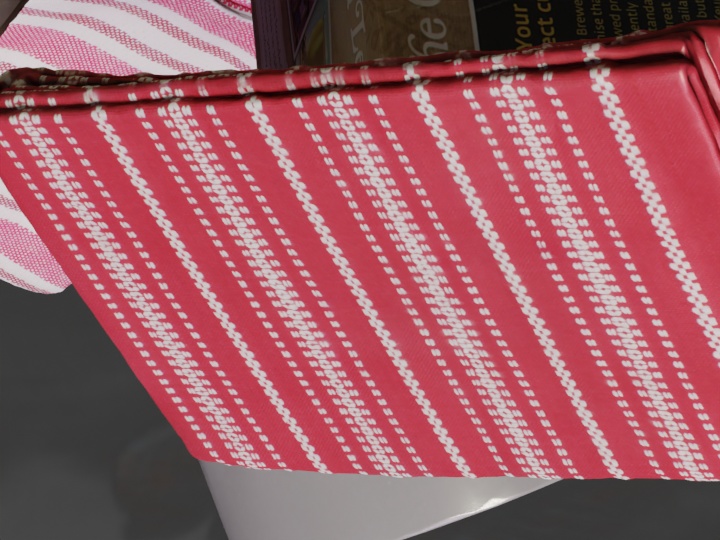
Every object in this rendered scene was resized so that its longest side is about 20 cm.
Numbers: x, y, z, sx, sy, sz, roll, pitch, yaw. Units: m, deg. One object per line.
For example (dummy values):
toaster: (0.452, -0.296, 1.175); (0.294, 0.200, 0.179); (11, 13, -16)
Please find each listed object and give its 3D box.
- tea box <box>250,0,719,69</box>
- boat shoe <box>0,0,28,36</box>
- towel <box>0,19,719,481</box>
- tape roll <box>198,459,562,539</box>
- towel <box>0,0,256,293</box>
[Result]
tea box: (0.075, -0.082, 0.742); (0.196, 0.201, 0.134); (3, 149, -14)
boat shoe: (-0.104, -0.101, 0.678); (0.200, 0.072, 0.065); (-31, 126, 25)
towel: (0.017, 0.000, 0.635); (0.199, 0.023, 0.145); (-1, 137, 31)
tape roll: (0.035, 0.045, 1.002); (0.199, 0.066, 0.200); (-22, -177, 1)
towel: (-0.108, -0.049, 0.939); (0.146, 0.030, 0.200); (22, 141, -40)
